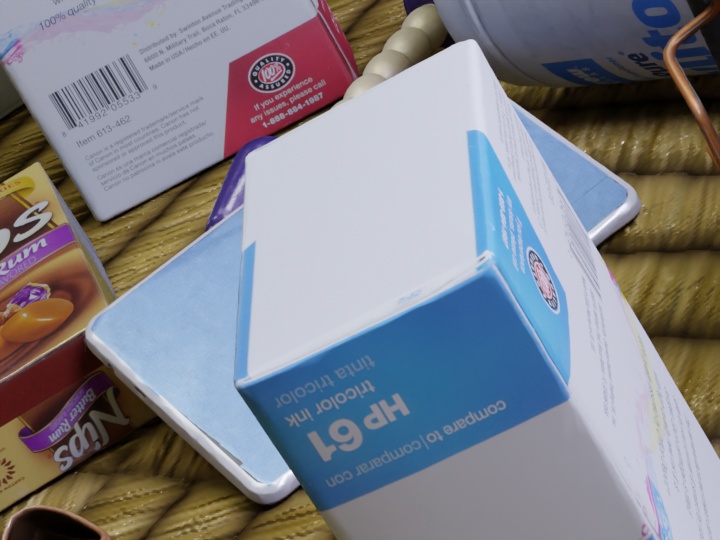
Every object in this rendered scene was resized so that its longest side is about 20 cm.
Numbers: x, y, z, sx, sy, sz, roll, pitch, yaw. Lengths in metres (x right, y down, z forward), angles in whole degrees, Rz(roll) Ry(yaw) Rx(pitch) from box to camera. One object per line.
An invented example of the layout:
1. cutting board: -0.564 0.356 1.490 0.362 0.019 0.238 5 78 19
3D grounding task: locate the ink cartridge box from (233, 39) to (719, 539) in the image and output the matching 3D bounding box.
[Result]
1. ink cartridge box: 0.048 0.057 0.858 0.084 0.200 0.145 -28 25 13

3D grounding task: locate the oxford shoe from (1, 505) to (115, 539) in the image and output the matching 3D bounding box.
1. oxford shoe: -0.082 0.135 1.001 0.071 0.071 0.200 -35 27 -14

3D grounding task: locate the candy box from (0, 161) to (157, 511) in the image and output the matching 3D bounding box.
1. candy box: -0.163 0.032 1.291 0.116 0.057 0.200 -31 24 -2

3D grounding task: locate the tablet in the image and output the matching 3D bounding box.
1. tablet: 0.000 0.000 1.177 0.200 0.014 0.130 -37 50 -17

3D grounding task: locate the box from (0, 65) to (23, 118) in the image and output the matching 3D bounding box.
1. box: -0.206 -0.192 1.657 0.200 0.131 0.199 -34 26 -8

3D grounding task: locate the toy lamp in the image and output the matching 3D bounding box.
1. toy lamp: -0.004 -0.067 1.306 0.058 0.058 0.200 -6 32 40

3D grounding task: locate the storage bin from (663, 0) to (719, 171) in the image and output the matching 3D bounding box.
1. storage bin: 0.183 -0.068 0.963 0.145 0.200 0.134 -29 35 2

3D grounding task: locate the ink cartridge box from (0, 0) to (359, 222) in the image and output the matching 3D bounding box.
1. ink cartridge box: -0.111 -0.148 1.395 0.145 0.200 0.083 -27 26 6

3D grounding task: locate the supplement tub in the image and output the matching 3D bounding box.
1. supplement tub: 0.138 -0.146 1.210 0.200 0.132 0.132 -4 35 45
